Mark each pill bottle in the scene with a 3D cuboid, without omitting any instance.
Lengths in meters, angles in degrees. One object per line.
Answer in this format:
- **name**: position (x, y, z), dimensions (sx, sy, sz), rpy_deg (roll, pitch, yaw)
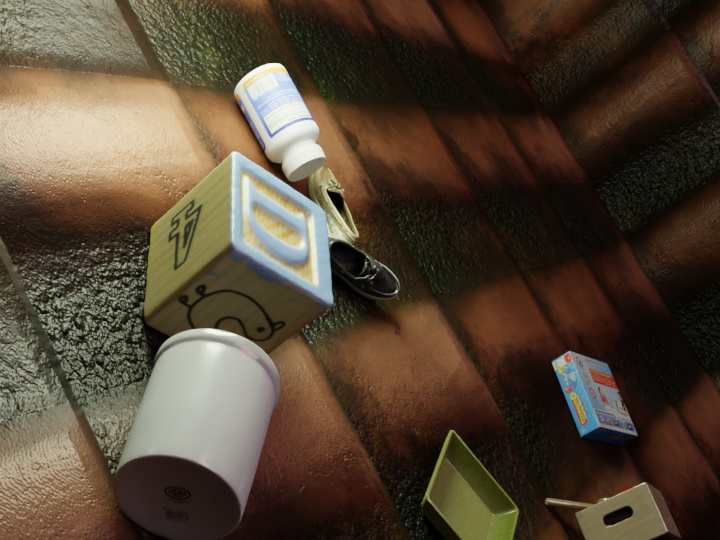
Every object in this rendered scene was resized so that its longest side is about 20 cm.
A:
- **pill bottle**: position (-0.145, -0.273, 1.794), dimensions (0.112, 0.112, 0.202), rpy_deg (-12, 70, -59)

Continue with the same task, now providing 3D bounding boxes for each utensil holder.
- **utensil holder**: position (-0.197, 0.200, 1.175), dimensions (0.170, 0.169, 0.201), rpy_deg (41, 33, -22)

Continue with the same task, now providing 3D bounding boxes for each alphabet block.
- **alphabet block**: position (-0.176, -0.009, 1.388), dimensions (0.194, 0.199, 0.198), rpy_deg (32, 36, -33)

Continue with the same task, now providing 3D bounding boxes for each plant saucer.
- **plant saucer**: position (0.179, 0.407, 1.639), dimensions (0.200, 0.048, 0.200), rpy_deg (50, 29, -8)

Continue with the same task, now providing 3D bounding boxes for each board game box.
- **board game box**: position (0.559, 0.306, 2.296), dimensions (0.199, 0.056, 0.198), rpy_deg (20, 44, -46)

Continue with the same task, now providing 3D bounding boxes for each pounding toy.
- **pounding toy**: position (0.504, 0.496, 1.919), dimensions (0.184, 0.198, 0.144), rpy_deg (34, 32, -57)

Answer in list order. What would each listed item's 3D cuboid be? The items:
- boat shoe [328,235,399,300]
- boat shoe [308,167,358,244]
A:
- **boat shoe**: position (0.000, 0.000, 1.760), dimensions (0.198, 0.056, 0.070), rpy_deg (30, 78, -28)
- **boat shoe**: position (-0.046, -0.122, 1.833), dimensions (0.073, 0.062, 0.202), rpy_deg (18, 45, -46)
